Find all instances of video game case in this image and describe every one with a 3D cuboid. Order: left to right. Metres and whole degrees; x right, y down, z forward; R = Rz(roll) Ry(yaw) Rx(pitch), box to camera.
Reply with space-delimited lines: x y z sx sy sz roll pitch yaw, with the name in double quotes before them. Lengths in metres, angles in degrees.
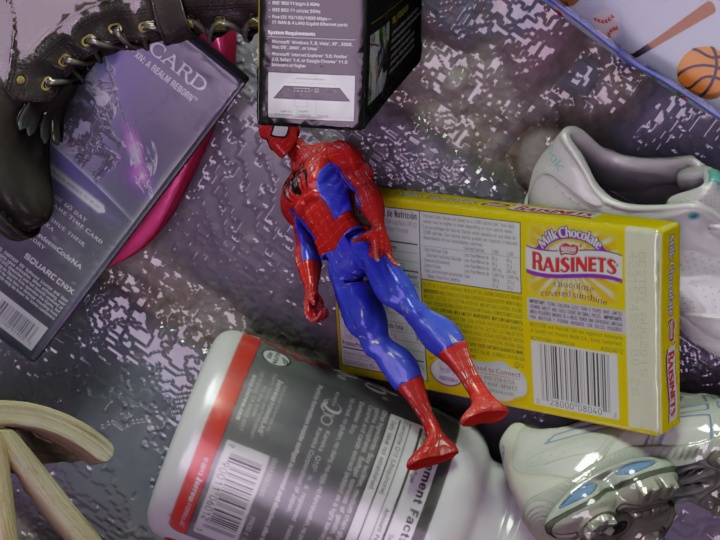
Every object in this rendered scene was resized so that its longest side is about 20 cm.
"video game case" -0.173 -0.068 0.921 0.143 0.019 0.200 38 108 -4

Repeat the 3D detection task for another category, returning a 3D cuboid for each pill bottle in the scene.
"pill bottle" -0.001 0.118 0.919 0.199 0.116 0.116 22 108 -2

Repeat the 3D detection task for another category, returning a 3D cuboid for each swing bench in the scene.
"swing bench" -0.213 0.161 0.931 0.198 0.130 0.201 -11 102 48

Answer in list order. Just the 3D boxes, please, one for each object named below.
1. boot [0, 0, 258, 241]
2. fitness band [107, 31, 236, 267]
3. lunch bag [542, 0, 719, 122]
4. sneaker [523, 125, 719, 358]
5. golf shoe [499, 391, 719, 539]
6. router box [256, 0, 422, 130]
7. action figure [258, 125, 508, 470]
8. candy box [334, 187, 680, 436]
"boot" -0.117 -0.116 0.853 0.173 0.069 0.201 -4 104 10
"fitness band" -0.148 -0.094 0.935 0.143 0.037 0.201 27 110 3
"lunch bag" 0.177 -0.163 0.825 0.200 0.076 0.161 34 113 1
"sneaker" 0.177 -0.013 0.856 0.199 0.075 0.089 19 141 7
"golf shoe" 0.164 0.081 0.886 0.199 0.097 0.079 -14 133 -22
"router box" -0.004 -0.155 0.803 0.051 0.200 0.150 4 105 8
"action figure" 0.000 0.000 0.882 0.065 0.052 0.201 -45 63 35
"candy box" 0.068 0.016 0.882 0.199 0.026 0.103 9 107 38
